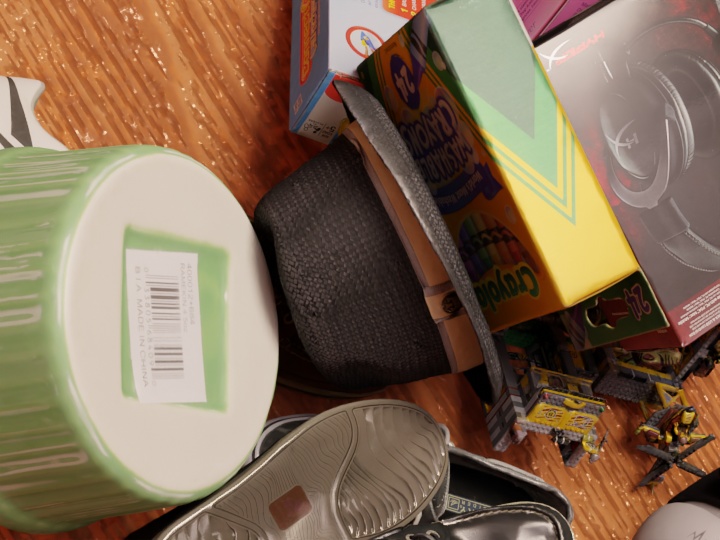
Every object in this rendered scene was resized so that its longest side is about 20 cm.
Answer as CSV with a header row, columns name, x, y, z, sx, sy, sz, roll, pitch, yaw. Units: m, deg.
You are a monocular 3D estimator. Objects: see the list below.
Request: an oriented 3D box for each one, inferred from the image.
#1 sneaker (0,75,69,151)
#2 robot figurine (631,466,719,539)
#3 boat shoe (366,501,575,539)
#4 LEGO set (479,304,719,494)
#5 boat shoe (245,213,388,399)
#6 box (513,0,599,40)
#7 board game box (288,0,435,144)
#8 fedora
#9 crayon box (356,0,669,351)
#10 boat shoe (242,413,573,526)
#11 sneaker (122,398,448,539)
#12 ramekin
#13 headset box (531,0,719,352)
name,x,y,z,sx,sy,sz,roll,pitch,yaw
sneaker,-0.177,-0.020,1.065,0.088,0.074,0.201,-12,78,-27
robot figurine,0.253,0.172,1.176,0.200,0.125,0.151,-26,86,-29
boat shoe,0.021,0.167,0.990,0.199,0.066,0.075,-19,66,-7
LEGO set,0.160,0.054,1.157,0.199,0.154,0.116,22,36,-30
boat shoe,-0.056,0.011,1.117,0.200,0.068,0.072,30,61,-14
box,0.179,-0.207,1.228,0.175,0.097,0.201,15,46,-26
board game box,0.056,-0.140,1.198,0.195,0.056,0.201,19,45,-19
fedora,0.000,0.000,1.050,0.091,0.201,0.201,-25,83,-3
crayon box,0.076,-0.043,1.036,0.051,0.126,0.201,-26,89,-18
boat shoe,0.028,0.125,1.117,0.199,0.068,0.074,22,63,-18
sneaker,-0.052,0.129,1.051,0.199,0.106,0.075,-25,92,-30
ramekin,-0.128,0.031,0.984,0.200,0.097,0.201,16,71,-54
headset box,0.180,-0.061,1.073,0.149,0.077,0.201,-31,95,-18
